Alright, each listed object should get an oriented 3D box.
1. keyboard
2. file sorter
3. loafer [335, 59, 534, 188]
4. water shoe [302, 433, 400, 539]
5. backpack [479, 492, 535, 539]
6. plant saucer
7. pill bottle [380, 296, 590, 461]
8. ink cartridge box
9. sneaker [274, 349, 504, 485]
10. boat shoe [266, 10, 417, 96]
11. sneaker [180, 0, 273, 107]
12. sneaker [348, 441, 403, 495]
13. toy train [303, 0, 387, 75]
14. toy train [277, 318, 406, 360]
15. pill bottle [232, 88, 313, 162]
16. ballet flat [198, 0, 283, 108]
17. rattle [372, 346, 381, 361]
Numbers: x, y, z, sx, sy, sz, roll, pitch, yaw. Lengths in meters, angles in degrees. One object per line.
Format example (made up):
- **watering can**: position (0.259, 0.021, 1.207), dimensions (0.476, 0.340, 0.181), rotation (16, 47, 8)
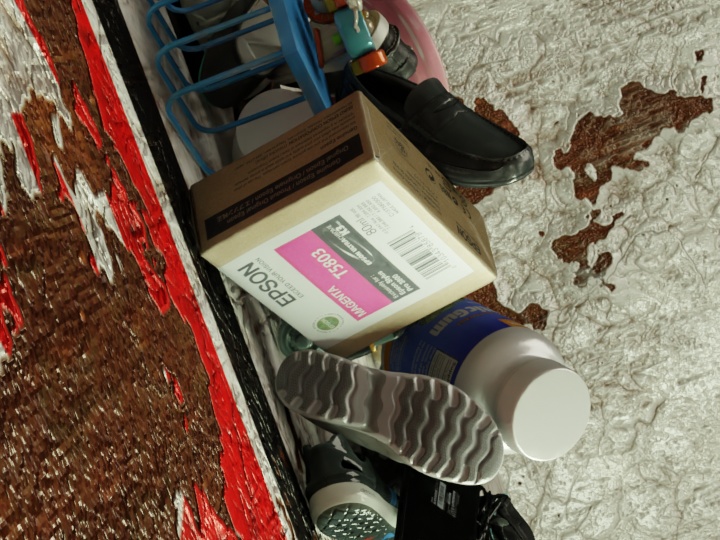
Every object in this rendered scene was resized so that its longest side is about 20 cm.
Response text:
- **keyboard**: position (0.069, 0.209, 1.392), dimensions (0.104, 0.040, 0.200), rotation (35, 28, -11)
- **file sorter**: position (-0.109, -0.202, 1.375), dimensions (0.139, 0.122, 0.201), rotation (62, 11, -59)
- **loafer**: position (0.057, -0.122, 1.353), dimensions (0.200, 0.068, 0.071), rotation (24, -51, 36)
- **water shoe**: position (0.006, 0.191, 1.376), dimensions (0.200, 0.071, 0.079), rotation (57, 16, -64)
- **backpack**: position (0.121, 0.337, 1.554), dimensions (0.201, 0.153, 0.176), rotation (60, 9, -3)
- **plant saucer**: position (0.008, -0.190, 1.612), dimensions (0.200, 0.051, 0.202), rotation (41, -33, 35)
- **pill bottle**: position (0.111, 0.094, 1.437), dimensions (0.200, 0.112, 0.113), rotation (26, -36, 57)
- **ink cartridge box**: position (-0.010, -0.029, 1.291), dimensions (0.200, 0.164, 0.076), rotation (40, 29, -46)
- **sneaker**: position (0.027, 0.118, 1.363), dimensions (0.082, 0.199, 0.075), rotation (96, 19, -80)
- **boat shoe**: position (-0.019, -0.190, 1.496), dimensions (0.060, 0.074, 0.199), rotation (38, -22, -26)
- **sneaker**: position (-0.117, -0.219, 1.578), dimensions (0.200, 0.072, 0.085), rotation (60, 9, -65)
- **sneaker**: position (0.041, 0.176, 1.544), dimensions (0.200, 0.113, 0.076), rotation (-92, 161, -70)
- **toy train**: position (-0.036, -0.245, 1.358), dimensions (0.151, 0.055, 0.201), rotation (63, 7, -46)
- **toy train**: position (-0.036, -0.008, 1.439), dimensions (0.085, 0.113, 0.201), rotation (-88, 158, -75)
- **pill bottle**: position (-0.055, -0.098, 1.567), dimensions (0.200, 0.112, 0.113), rotation (53, 18, -68)
- **ballet flat**: position (-0.082, -0.234, 1.514), dimensions (0.068, 0.068, 0.201), rotation (47, 54, -29)
- **rattle**: position (0.065, 0.144, 2.088), dimensions (0.200, 0.129, 0.144), rotation (-175, -106, -68)
